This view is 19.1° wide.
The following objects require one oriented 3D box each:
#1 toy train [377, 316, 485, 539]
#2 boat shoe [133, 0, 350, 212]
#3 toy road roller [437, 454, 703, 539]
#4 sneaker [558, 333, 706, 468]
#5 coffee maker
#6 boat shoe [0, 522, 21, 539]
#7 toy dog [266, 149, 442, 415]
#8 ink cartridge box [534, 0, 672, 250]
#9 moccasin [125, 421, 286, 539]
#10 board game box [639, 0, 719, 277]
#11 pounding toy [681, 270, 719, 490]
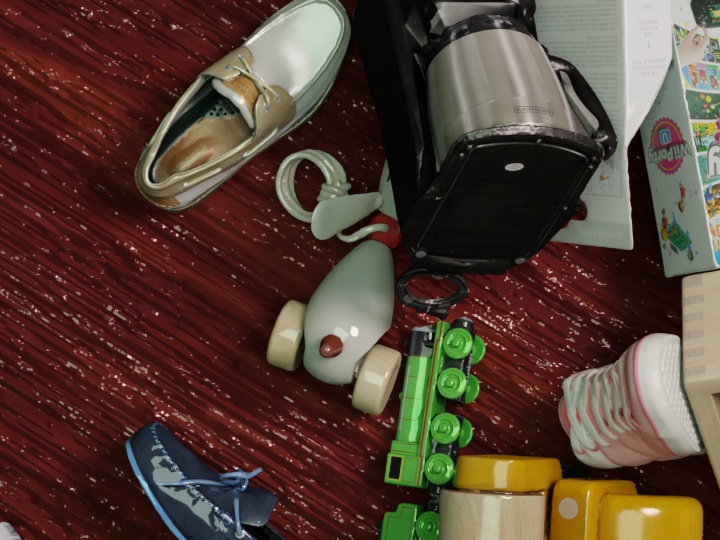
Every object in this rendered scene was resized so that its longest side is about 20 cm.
[{"bbox_3d":[0.047,0.131,1.528,0.056,0.042,0.201,5,82,23],"label":"toy train"},{"bbox_3d":[-0.081,-0.120,1.536,0.075,0.068,0.200,42,90,4],"label":"boat shoe"},{"bbox_3d":[0.146,0.189,1.444,0.145,0.200,0.124,1,86,25],"label":"toy road roller"},{"bbox_3d":[0.179,0.094,1.450,0.104,0.200,0.076,-7,76,15],"label":"sneaker"},{"bbox_3d":[0.060,-0.109,1.436,0.192,0.134,0.201,-38,47,32],"label":"coffee maker"},{"bbox_3d":[-0.315,0.264,1.526,0.199,0.074,0.068,-33,71,-8],"label":"boat shoe"},{"bbox_3d":[0.000,0.000,1.506,0.131,0.096,0.201,2,84,2],"label":"toy dog"},{"bbox_3d":[0.153,-0.121,1.486,0.047,0.160,0.201,-7,98,-30],"label":"ink cartridge box"},{"bbox_3d":[-0.082,0.179,1.521,0.068,0.081,0.200,-39,98,15],"label":"moccasin"},{"bbox_3d":[0.267,-0.105,1.486,0.147,0.064,0.201,-9,88,-29],"label":"board game box"},{"bbox_3d":[0.335,0.071,1.450,0.199,0.143,0.185,-11,131,17],"label":"pounding toy"}]
